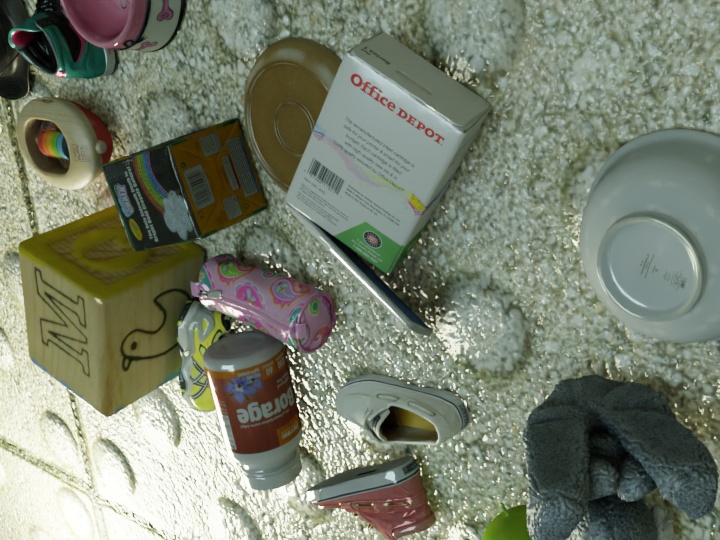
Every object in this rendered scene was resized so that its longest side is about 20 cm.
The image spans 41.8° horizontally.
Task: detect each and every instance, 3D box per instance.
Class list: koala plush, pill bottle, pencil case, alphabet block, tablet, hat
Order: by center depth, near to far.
[{"bbox_3d":[0.244,0.228,0.931,0.175,0.184,0.202,-12,119,3],"label":"koala plush"},{"bbox_3d":[0.000,0.000,1.073,0.014,0.130,0.200,-45,74,5],"label":"tablet"},{"bbox_3d":[-0.127,0.040,1.225,0.199,0.087,0.088,20,123,33],"label":"pencil case"},{"bbox_3d":[-0.141,0.192,1.292,0.111,0.112,0.202,4,113,41],"label":"pill bottle"},{"bbox_3d":[-0.356,0.050,1.363,0.195,0.195,0.202,26,127,28],"label":"alphabet block"},{"bbox_3d":[-0.587,-0.354,1.450,0.199,0.081,0.203,20,122,35],"label":"hat"}]

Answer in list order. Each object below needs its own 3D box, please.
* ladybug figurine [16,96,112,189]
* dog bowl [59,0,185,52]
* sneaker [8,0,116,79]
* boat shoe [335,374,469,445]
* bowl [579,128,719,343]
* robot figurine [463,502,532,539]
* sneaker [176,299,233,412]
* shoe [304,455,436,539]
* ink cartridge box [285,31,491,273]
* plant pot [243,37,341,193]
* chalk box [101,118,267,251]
[{"bbox_3d":[-0.431,-0.191,1.394,0.199,0.072,0.137,16,120,37],"label":"ladybug figurine"},{"bbox_3d":[-0.315,-0.373,1.199,0.199,0.074,0.202,19,122,34],"label":"dog bowl"},{"bbox_3d":[-0.427,-0.347,1.279,0.083,0.120,0.202,-24,93,46],"label":"sneaker"},{"bbox_3d":[0.035,0.178,1.154,0.198,0.070,0.072,5,114,40],"label":"boat shoe"},{"bbox_3d":[0.270,-0.015,0.832,0.200,0.090,0.203,21,123,35],"label":"bowl"},{"bbox_3d":[0.192,0.354,1.065,0.174,0.116,0.202,8,115,21],"label":"robot figurine"},{"bbox_3d":[-0.217,0.135,1.361,0.075,0.076,0.202,10,131,9],"label":"sneaker"},{"bbox_3d":[0.010,0.309,1.239,0.199,0.071,0.092,-24,88,41],"label":"shoe"},{"bbox_3d":[0.026,-0.122,0.987,0.144,0.084,0.201,35,130,9],"label":"ink cartridge box"},{"bbox_3d":[-0.072,-0.170,1.111,0.199,0.027,0.202,20,122,35],"label":"plant pot"},{"bbox_3d":[-0.242,-0.106,1.230,0.199,0.124,0.126,-6,107,44],"label":"chalk box"}]
